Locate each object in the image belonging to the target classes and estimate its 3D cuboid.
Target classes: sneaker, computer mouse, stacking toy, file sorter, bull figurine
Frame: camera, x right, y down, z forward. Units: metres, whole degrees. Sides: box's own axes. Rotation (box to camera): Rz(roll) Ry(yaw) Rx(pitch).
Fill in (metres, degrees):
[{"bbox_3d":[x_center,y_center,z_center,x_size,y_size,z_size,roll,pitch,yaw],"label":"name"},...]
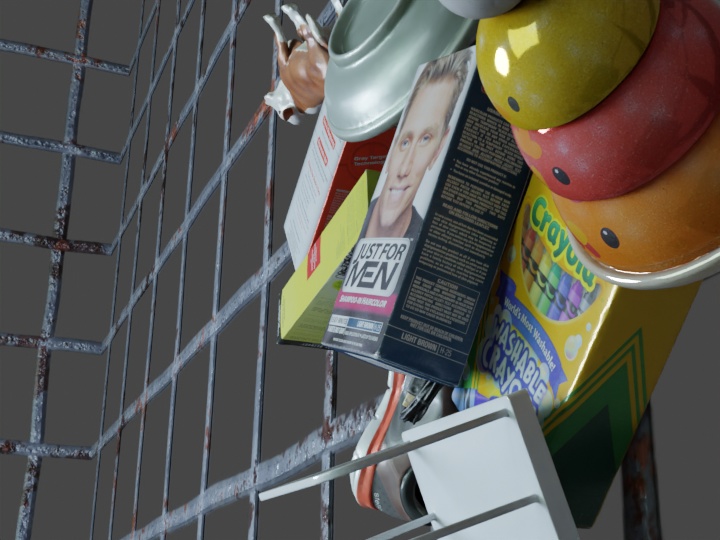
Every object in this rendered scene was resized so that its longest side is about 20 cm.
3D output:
[{"bbox_3d":[0.063,0.085,0.793,0.082,0.077,0.200,23,99,38],"label":"sneaker"},{"bbox_3d":[0.068,0.007,0.741,0.200,0.034,0.059,-63,5,-7],"label":"computer mouse"},{"bbox_3d":[0.099,-0.096,0.506,0.146,0.200,0.146,-37,34,30],"label":"stacking toy"},{"bbox_3d":[0.041,0.186,0.606,0.139,0.124,0.200,-36,70,62],"label":"file sorter"},{"bbox_3d":[-0.053,-0.220,1.186,0.200,0.065,0.122,0,115,63],"label":"bull figurine"}]

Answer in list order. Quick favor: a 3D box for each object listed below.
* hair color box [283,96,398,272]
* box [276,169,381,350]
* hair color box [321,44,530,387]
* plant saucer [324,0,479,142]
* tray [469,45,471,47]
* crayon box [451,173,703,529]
[{"bbox_3d":[-0.011,-0.093,1.049,0.102,0.061,0.200,-109,32,-53],"label":"hair color box"},{"bbox_3d":[0.000,0.000,0.859,0.200,0.075,0.050,128,145,-56],"label":"box"},{"bbox_3d":[0.048,-0.034,0.712,0.100,0.060,0.200,2,72,68],"label":"hair color box"},{"bbox_3d":[0.026,-0.198,0.899,0.200,0.050,0.200,-40,31,30],"label":"plant saucer"},{"bbox_3d":[0.066,-0.058,0.861,0.099,0.037,0.200,-107,33,-50],"label":"tray"},{"bbox_3d":[0.121,0.028,0.649,0.126,0.052,0.200,-118,41,-59],"label":"crayon box"}]
